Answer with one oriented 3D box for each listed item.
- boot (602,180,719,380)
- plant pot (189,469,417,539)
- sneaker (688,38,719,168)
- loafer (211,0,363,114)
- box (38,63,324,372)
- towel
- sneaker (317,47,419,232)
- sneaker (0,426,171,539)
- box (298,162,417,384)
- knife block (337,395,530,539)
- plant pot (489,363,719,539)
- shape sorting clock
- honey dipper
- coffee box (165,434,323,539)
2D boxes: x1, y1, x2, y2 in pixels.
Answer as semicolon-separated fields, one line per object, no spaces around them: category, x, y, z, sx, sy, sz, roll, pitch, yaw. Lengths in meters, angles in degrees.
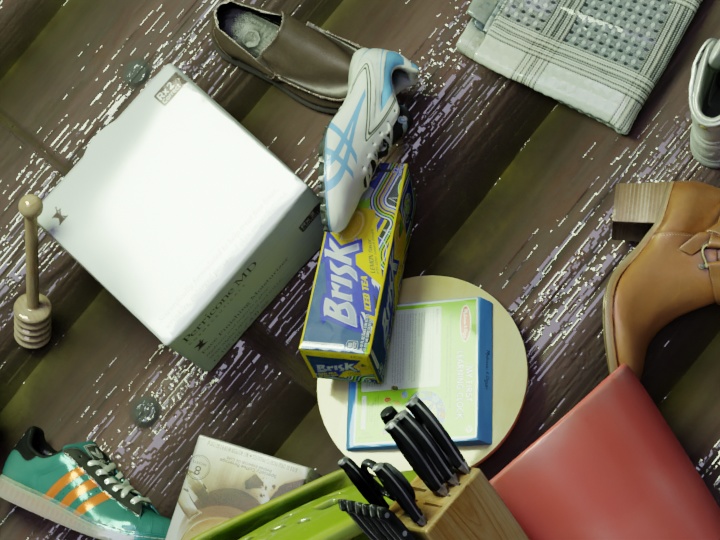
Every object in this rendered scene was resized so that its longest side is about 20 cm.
boot;0.296;0.017;1.363;0.154;0.077;0.201;5;69;11
plant pot;-0.024;0.279;1.262;0.198;0.181;0.201;-21;103;-32
sneaker;0.353;-0.199;1.377;0.073;0.116;0.201;22;80;20
loafer;-0.068;-0.212;1.507;0.199;0.071;0.073;20;81;18
box;-0.163;-0.048;1.456;0.200;0.131;0.199;41;88;20
towel;0.212;-0.253;1.468;0.199;0.035;0.193;28;84;20
sneaker;0.006;-0.122;1.407;0.072;0.072;0.201;11;61;10
sneaker;-0.251;0.204;1.440;0.199;0.071;0.080;17;83;21
box;0.000;0.000;1.414;0.070;0.064;0.201;4;63;15
knife block;0.076;0.186;1.183;0.064;0.199;0.177;1;87;55
plant pot;0.206;0.206;1.274;0.200;0.200;0.177;-42;81;0
shape sorting clock;0.057;0.099;1.409;0.199;0.039;0.201;-8;64;18
honey dipper;-0.311;0.001;1.449;0.038;0.201;0.038;5;51;-7
coffee box;-0.117;0.264;1.386;0.112;0.080;0.201;14;79;16
